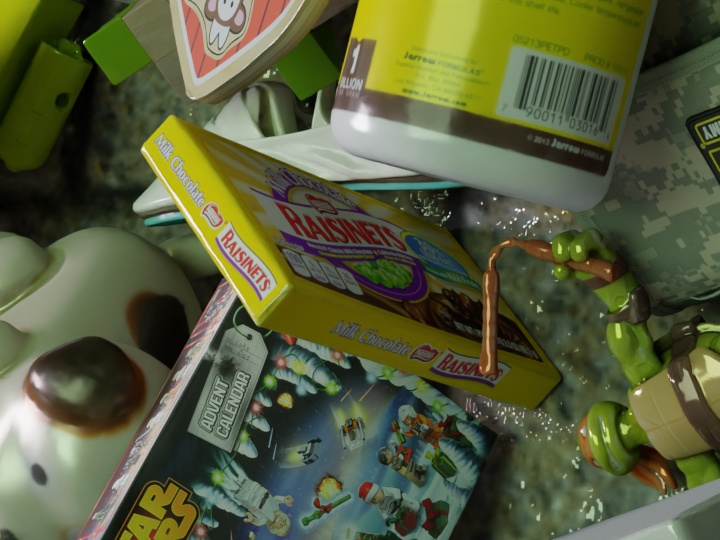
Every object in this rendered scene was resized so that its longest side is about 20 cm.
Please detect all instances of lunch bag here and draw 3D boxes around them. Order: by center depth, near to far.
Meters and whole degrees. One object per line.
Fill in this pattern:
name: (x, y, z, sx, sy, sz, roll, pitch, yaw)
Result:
lunch bag: (0.156, -0.094, 0.939, 0.164, 0.117, 0.201, -23, 72, 34)

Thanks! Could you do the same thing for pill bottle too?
pill bottle: (0.062, -0.129, 0.877, 0.109, 0.109, 0.201, 16, 92, 39)

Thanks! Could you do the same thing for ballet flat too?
ballet flat: (-0.020, -0.062, 1.094, 0.199, 0.069, 0.070, -7, 75, 31)

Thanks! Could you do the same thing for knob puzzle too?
knob puzzle: (-0.042, -0.165, 0.939, 0.220, 0.030, 0.220, -32, 52, 53)

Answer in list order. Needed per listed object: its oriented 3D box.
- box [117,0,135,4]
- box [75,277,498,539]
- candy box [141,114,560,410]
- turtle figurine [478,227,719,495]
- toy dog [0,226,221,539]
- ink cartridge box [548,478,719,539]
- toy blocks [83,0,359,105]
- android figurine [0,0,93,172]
box: (-0.146, -0.167, 1.204, 0.199, 0.041, 0.039, 16, 81, 25)
box: (-0.040, 0.115, 0.978, 0.040, 0.137, 0.200, -29, 30, 58)
candy box: (0.000, 0.000, 0.982, 0.026, 0.200, 0.102, -49, 55, 16)
turtle figurine: (0.148, 0.055, 0.930, 0.161, 0.064, 0.200, -25, 91, 33)
toy dog: (-0.125, 0.067, 1.081, 0.193, 0.140, 0.200, -19, 24, -4)
ink cartridge box: (0.122, 0.188, 0.847, 0.147, 0.145, 0.201, -25, 84, 32)
toy blocks: (-0.017, -0.157, 1.084, 0.200, 0.137, 0.100, -29, 106, 29)
android figurine: (-0.223, -0.116, 1.284, 0.182, 0.041, 0.200, 32, 97, 37)
